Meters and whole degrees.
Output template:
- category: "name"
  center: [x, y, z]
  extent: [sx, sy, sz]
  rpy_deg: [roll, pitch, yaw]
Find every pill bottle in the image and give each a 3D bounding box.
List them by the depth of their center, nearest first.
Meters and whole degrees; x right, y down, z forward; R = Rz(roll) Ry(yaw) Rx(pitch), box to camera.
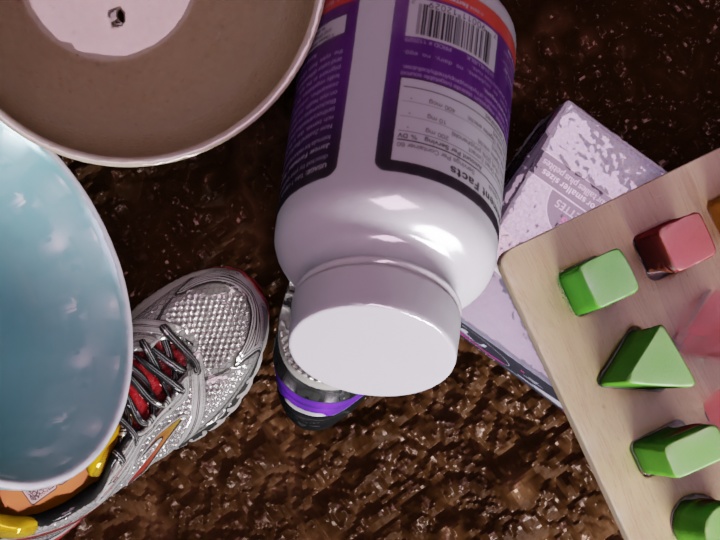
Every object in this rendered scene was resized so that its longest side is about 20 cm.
- category: "pill bottle"
  center: [0.016, -0.044, 1.379]
  extent: [0.111, 0.112, 0.201]
  rpy_deg: [10, 57, -3]

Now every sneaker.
- category: "sneaker"
  center: [-0.124, 0.077, 1.463]
  extent: [0.200, 0.082, 0.078]
  rpy_deg: [-44, 91, -4]
- category: "sneaker"
  center: [-0.001, 0.000, 1.477]
  extent: [0.069, 0.100, 0.201]
  rpy_deg: [22, 57, 7]

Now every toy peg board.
- category: "toy peg board"
  center: [0.201, 0.039, 1.361]
  extent: [0.198, 0.098, 0.201]
  rpy_deg: [-25, 90, -5]

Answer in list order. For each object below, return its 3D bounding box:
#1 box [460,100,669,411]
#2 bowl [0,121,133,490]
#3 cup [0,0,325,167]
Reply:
- category: "box"
  center: [0.147, 0.021, 1.463]
  extent: [0.200, 0.115, 0.132]
  rpy_deg: [36, 87, -2]
- category: "bowl"
  center: [-0.218, 0.024, 1.380]
  extent: [0.105, 0.200, 0.202]
  rpy_deg: [-22, 89, 34]
- category: "cup"
  center: [-0.126, -0.157, 1.434]
  extent: [0.199, 0.143, 0.202]
  rpy_deg: [-1, 95, -10]
